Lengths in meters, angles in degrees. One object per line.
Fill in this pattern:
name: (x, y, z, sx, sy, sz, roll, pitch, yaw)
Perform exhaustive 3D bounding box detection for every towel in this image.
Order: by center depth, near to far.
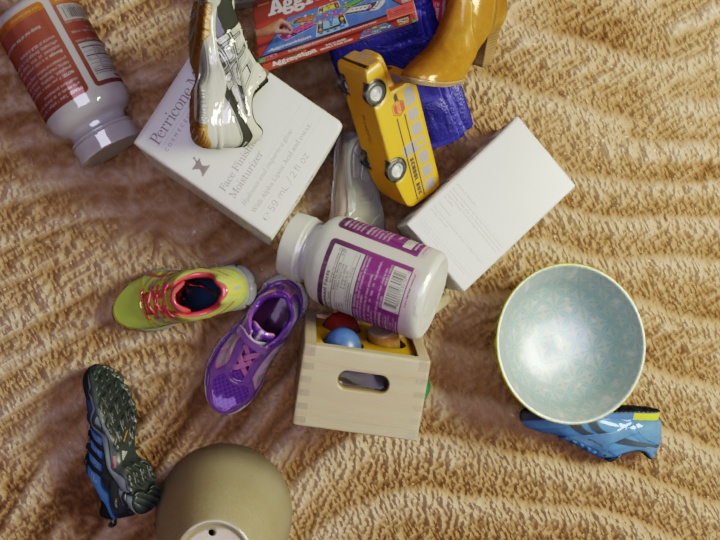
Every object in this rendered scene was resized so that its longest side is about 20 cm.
towel: (0.051, -0.237, 1.191, 0.145, 0.050, 0.202, -18, 126, 10)

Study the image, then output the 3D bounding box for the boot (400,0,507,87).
boot: (0.112, -0.301, 1.094, 0.070, 0.200, 0.147, 20, 122, 28)

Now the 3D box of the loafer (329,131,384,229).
loafer: (-0.010, -0.083, 1.248, 0.071, 0.063, 0.204, -4, 106, -32)

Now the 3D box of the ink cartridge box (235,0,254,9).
ink cartridge box: (-0.145, -0.453, 1.222, 0.133, 0.076, 0.205, -7, 90, -5)

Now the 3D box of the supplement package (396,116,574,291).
supplement package: (0.160, -0.084, 1.229, 0.200, 0.117, 0.117, -42, 93, -3)

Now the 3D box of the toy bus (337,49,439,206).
toy bus: (0.036, -0.177, 1.157, 0.078, 0.065, 0.202, -34, 129, -20)

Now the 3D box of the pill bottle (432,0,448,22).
pill bottle: (0.047, -0.334, 1.221, 0.195, 0.112, 0.115, 4, 90, -5)

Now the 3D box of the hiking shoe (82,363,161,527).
hiking shoe: (-0.330, 0.224, 1.209, 0.086, 0.074, 0.204, -24, 77, 24)

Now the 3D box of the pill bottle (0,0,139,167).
pill bottle: (-0.363, -0.239, 1.185, 0.111, 0.112, 0.203, -29, 93, -4)

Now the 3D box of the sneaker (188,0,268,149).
sneaker: (-0.148, -0.238, 1.070, 0.086, 0.075, 0.205, 1, 89, -23)

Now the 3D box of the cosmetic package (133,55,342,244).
cosmetic package: (-0.150, -0.159, 1.177, 0.198, 0.165, 0.167, 33, 86, -4)

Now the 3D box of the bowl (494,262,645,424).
bowl: (0.264, 0.097, 1.242, 0.195, 0.108, 0.205, 0, 86, -3)

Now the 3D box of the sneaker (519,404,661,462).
sneaker: (0.312, 0.222, 1.272, 0.195, 0.066, 0.080, 4, 94, -5)

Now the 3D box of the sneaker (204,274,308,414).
sneaker: (-0.139, 0.096, 1.219, 0.080, 0.088, 0.202, 32, 89, -6)

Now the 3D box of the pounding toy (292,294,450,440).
pounding toy: (0.020, 0.109, 1.200, 0.196, 0.184, 0.145, 8, 102, -5)

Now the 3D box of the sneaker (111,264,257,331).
sneaker: (-0.236, 0.032, 1.195, 0.196, 0.090, 0.080, -14, 91, 14)

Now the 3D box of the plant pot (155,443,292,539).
plant pot: (-0.174, 0.329, 1.162, 0.183, 0.200, 0.192, 0, 91, -5)

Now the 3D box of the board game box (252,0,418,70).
board game box: (-0.034, -0.314, 1.138, 0.196, 0.020, 0.105, -16, 59, 10)

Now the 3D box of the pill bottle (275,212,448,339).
pill bottle: (0.000, 0.000, 1.156, 0.197, 0.112, 0.114, 21, 89, 16)
